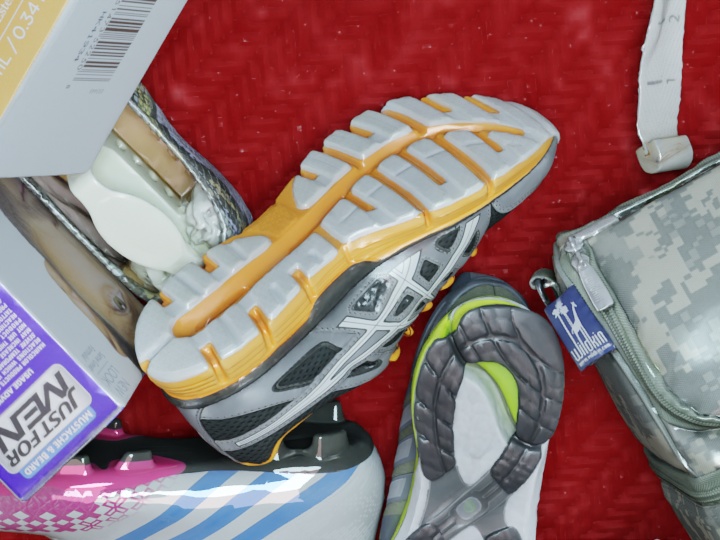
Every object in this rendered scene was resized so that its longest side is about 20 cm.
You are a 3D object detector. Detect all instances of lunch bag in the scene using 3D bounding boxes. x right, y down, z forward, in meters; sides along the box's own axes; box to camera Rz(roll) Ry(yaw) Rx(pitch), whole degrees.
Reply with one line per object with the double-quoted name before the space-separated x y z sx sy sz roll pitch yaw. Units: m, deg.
"lunch bag" 0.188 0.020 0.986 0.199 0.139 0.169 -29 93 2

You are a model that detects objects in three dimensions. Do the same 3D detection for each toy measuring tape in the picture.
"toy measuring tape" 0.146 -0.131 0.971 0.073 0.074 0.202 3 106 -1

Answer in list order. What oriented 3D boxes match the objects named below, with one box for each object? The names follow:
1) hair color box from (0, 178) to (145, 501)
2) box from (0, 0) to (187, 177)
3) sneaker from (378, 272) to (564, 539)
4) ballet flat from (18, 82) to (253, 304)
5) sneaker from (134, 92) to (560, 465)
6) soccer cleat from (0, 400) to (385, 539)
"hair color box" -0.172 -0.013 0.982 0.065 0.109 0.200 -41 97 13
"box" -0.166 -0.141 0.919 0.199 0.097 0.125 36 105 15
"sneaker" 0.044 0.092 1.044 0.073 0.081 0.201 12 113 -4
"ballet flat" -0.118 -0.058 1.000 0.072 0.072 0.200 -42 103 13
"sneaker" 0.000 0.000 1.003 0.199 0.078 0.078 -35 130 -14
"soccer cleat" -0.088 0.107 1.054 0.198 0.070 0.087 -2 108 1
